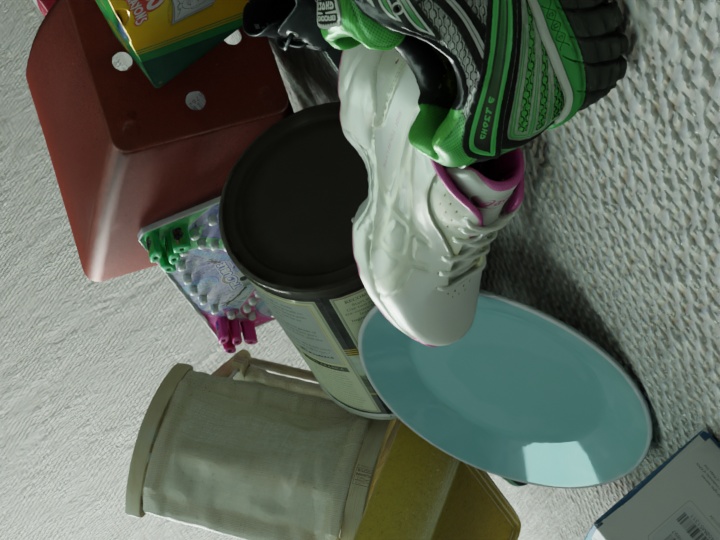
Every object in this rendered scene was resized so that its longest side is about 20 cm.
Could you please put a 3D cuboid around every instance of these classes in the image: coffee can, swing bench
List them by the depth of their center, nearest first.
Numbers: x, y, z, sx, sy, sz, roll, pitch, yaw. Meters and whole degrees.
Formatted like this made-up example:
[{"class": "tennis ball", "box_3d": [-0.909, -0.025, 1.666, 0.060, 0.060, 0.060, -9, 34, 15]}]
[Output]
[{"class": "coffee can", "box_3d": [0.000, 0.000, 0.796, 0.147, 0.146, 0.201, 48, 172, 34]}, {"class": "swing bench", "box_3d": [-0.062, 0.151, 0.936, 0.195, 0.132, 0.200, 10, 180, 16]}]

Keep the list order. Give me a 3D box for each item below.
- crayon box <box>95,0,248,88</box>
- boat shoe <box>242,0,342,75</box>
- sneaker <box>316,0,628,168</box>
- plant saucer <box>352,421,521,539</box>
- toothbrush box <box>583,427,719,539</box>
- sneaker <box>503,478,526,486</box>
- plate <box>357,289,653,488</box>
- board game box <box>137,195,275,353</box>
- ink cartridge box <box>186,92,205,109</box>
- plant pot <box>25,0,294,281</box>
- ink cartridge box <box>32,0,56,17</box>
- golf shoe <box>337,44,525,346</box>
[{"class": "crayon box", "box_3d": [-0.118, -0.208, 0.680, 0.058, 0.118, 0.200, 50, 173, 15]}, {"class": "boat shoe", "box_3d": [-0.043, -0.161, 0.618, 0.075, 0.066, 0.200, 46, 170, 45]}, {"class": "sneaker", "box_3d": [0.013, -0.121, 0.357, 0.201, 0.085, 0.078, 57, 172, -22]}, {"class": "plant saucer", "box_3d": [0.065, 0.232, 0.877, 0.048, 0.202, 0.201, 6, 148, 34]}, {"class": "toothbrush box", "box_3d": [0.199, 0.197, 0.638, 0.147, 0.085, 0.201, 51, 170, 21]}, {"class": "sneaker", "box_3d": [0.089, 0.095, 0.961, 0.140, 0.077, 0.201, 46, 170, 42]}, {"class": "plate", "box_3d": [0.092, 0.072, 0.711, 0.197, 0.026, 0.202, 20, 144, 15]}, {"class": "board game box", "box_3d": [-0.057, -0.010, 0.919, 0.201, 0.197, 0.026, 64, -175, -60]}, {"class": "ink cartridge box", "box_3d": [-0.163, -0.103, 1.091, 0.047, 0.198, 0.200, 43, -178, 13]}, {"class": "plant pot", "box_3d": [-0.148, -0.133, 0.870, 0.176, 0.197, 0.203, 127, 124, -70]}, {"class": "ink cartridge box", "box_3d": [-0.259, -0.320, 0.973, 0.201, 0.144, 0.083, 54, 174, -10]}, {"class": "golf shoe", "box_3d": [0.042, -0.031, 0.558, 0.091, 0.075, 0.202, 31, 145, 41]}]
